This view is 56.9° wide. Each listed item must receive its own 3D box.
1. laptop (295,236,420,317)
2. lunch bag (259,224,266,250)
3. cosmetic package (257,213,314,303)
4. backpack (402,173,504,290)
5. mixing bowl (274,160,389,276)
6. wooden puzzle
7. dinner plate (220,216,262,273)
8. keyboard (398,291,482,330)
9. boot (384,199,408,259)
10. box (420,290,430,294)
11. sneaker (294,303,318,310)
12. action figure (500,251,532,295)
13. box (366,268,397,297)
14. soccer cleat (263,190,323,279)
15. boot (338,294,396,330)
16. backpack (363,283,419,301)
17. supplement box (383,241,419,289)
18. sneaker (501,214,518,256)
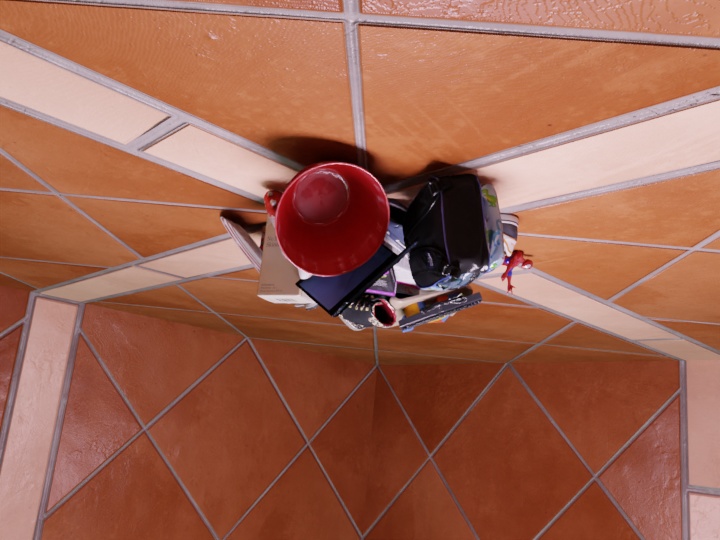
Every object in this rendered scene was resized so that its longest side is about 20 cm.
[{"bbox_3d":[-0.010,-0.013,1.186,0.104,0.177,0.200,48,162,3],"label":"laptop"},{"bbox_3d":[-0.131,-0.055,1.536,0.195,0.084,0.177,4,161,11],"label":"lunch bag"},{"bbox_3d":[-0.137,-0.041,1.328,0.101,0.206,0.073,-2,165,25],"label":"cosmetic package"},{"bbox_3d":[0.161,-0.057,1.174,0.143,0.188,0.200,-3,167,-17],"label":"backpack"},{"bbox_3d":[-0.056,-0.106,1.136,0.195,0.204,0.109,11,-155,-21],"label":"mixing bowl"},{"bbox_3d":[0.152,0.097,1.571,0.195,0.047,0.186,-8,159,-13],"label":"wooden puzzle"},{"bbox_3d":[-0.248,-0.047,1.506,0.200,0.024,0.201,47,167,14],"label":"dinner plate"},{"bbox_3d":[0.179,0.091,1.489,0.196,0.021,0.127,-21,160,4],"label":"keyboard"},{"bbox_3d":[0.111,-0.061,1.305,0.197,0.074,0.091,30,163,3],"label":"boot"},{"bbox_3d":[0.140,0.039,1.783,0.196,0.084,0.068,-1,164,31],"label":"box"},{"bbox_3d":[-0.122,0.017,1.424,0.075,0.117,0.199,-37,-168,-26],"label":"sneaker"},{"bbox_3d":[0.302,-0.003,1.523,0.194,0.102,0.065,5,167,-8],"label":"action figure"},{"bbox_3d":[0.000,0.000,1.379,0.139,0.037,0.201,9,162,10],"label":"box"},{"bbox_3d":[-0.134,-0.072,1.254,0.067,0.201,0.086,-10,140,-37],"label":"soccer cleat"},{"bbox_3d":[-0.020,0.065,1.520,0.203,0.074,0.152,43,154,-25],"label":"boot"},{"bbox_3d":[0.059,0.036,1.644,0.171,0.157,0.200,9,165,-12],"label":"backpack"},{"bbox_3d":[0.102,-0.031,1.473,0.100,0.106,0.197,-7,163,44],"label":"supplement box"},{"bbox_3d":[0.213,-0.071,1.323,0.195,0.082,0.078,4,167,16],"label":"sneaker"}]
